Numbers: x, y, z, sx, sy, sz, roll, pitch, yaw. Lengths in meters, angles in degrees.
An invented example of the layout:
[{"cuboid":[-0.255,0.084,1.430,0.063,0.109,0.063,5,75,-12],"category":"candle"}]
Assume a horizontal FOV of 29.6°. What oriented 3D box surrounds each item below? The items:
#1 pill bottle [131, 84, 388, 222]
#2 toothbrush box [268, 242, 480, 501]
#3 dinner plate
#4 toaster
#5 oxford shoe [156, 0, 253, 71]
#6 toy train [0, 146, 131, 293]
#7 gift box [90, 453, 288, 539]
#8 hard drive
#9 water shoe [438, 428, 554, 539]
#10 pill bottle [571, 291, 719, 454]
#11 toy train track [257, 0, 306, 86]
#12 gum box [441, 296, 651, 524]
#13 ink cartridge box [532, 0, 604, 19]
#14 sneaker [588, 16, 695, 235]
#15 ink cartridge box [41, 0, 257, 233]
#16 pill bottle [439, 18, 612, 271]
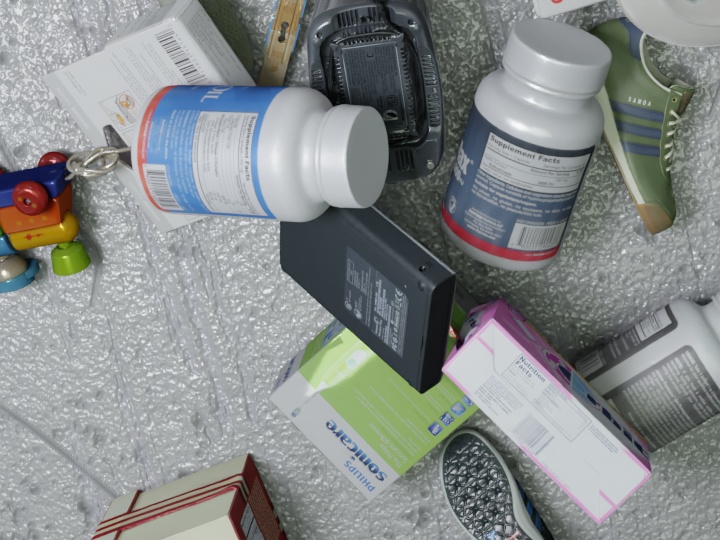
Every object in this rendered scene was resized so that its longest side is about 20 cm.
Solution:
[{"cuboid":[-0.082,-0.098,1.140,0.198,0.112,0.113,5,108,25],"category":"pill bottle"},{"cuboid":[0.034,0.098,1.319,0.200,0.086,0.146,-43,98,13],"category":"toothbrush box"},{"cuboid":[0.309,-0.267,1.142,0.198,0.024,0.201,-3,134,-4],"category":"dinner plate"},{"cuboid":[0.013,-0.183,1.203,0.113,0.130,0.201,-8,121,6],"category":"toaster"},{"cuboid":[-0.165,-0.260,1.244,0.057,0.075,0.201,-16,105,36],"category":"oxford shoe"},{"cuboid":[-0.286,-0.047,1.301,0.198,0.085,0.117,-9,116,14],"category":"toy train"},{"cuboid":[-0.168,0.322,1.350,0.185,0.185,0.201,-20,98,8],"category":"gift box"},{"cuboid":[0.000,0.000,1.205,0.200,0.033,0.140,40,146,30],"category":"hard drive"},{"cuboid":[0.144,0.253,1.366,0.071,0.079,0.201,-32,76,9],"category":"water shoe"},{"cuboid":[0.292,0.097,1.286,0.199,0.111,0.111,-33,101,13],"category":"pill bottle"},{"cuboid":[-0.060,-0.264,1.253,0.114,0.033,0.201,14,112,-7],"category":"toy train track"},{"cuboid":[0.161,0.115,1.197,0.200,0.113,0.066,45,103,1],"category":"gum box"},{"cuboid":[0.226,-0.318,1.157,0.198,0.084,0.146,-15,133,8],"category":"ink cartridge box"},{"cuboid":[0.266,-0.137,1.242,0.089,0.067,0.201,-23,100,16],"category":"sneaker"},{"cuboid":[-0.169,-0.138,1.262,0.175,0.045,0.201,-14,124,35],"category":"ink cartridge box"},{"cuboid":[0.149,-0.113,1.209,0.119,0.120,0.201,15,122,0],"category":"pill bottle"}]
